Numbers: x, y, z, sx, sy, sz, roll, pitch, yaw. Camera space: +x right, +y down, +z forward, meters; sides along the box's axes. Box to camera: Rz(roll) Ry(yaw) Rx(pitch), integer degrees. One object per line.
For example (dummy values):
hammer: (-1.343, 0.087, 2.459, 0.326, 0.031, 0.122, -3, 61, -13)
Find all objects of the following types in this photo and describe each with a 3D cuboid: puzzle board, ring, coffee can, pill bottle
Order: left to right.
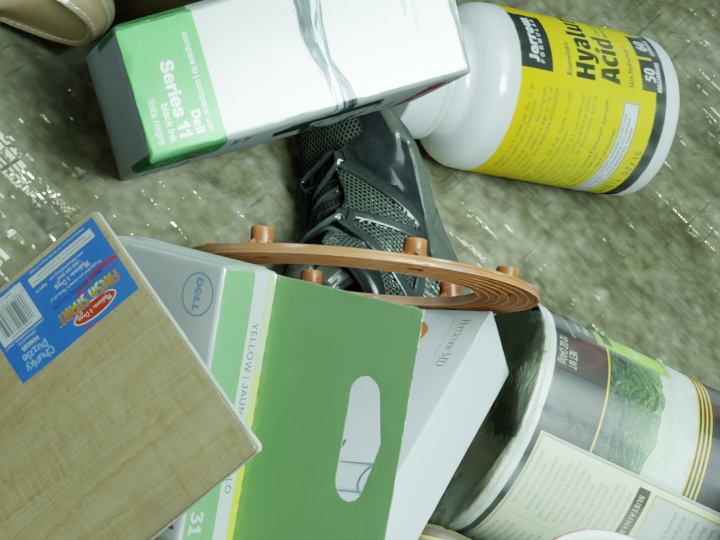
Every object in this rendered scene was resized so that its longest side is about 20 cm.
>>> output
puzzle board: (-0.164, 0.090, 1.263, 0.151, 0.200, 0.017, 54, 14, 14)
ring: (0.000, 0.000, 1.364, 0.199, 0.200, 0.019, 10, 81, -28)
pill bottle: (0.103, -0.117, 1.649, 0.199, 0.111, 0.112, 7, 53, -29)
coffee can: (0.155, 0.123, 1.474, 0.199, 0.146, 0.147, 25, 46, -16)

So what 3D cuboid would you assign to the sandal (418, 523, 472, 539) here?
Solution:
sandal: (0.092, 0.210, 1.420, 0.199, 0.080, 0.054, 30, 61, -9)

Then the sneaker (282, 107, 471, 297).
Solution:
sneaker: (-0.013, -0.035, 1.531, 0.114, 0.076, 0.201, -3, 64, -43)

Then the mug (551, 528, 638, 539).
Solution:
mug: (0.075, 0.226, 1.303, 0.178, 0.200, 0.133, 48, 45, 8)

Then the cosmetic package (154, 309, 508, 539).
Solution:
cosmetic package: (-0.023, 0.097, 1.377, 0.150, 0.052, 0.200, 3, 37, 26)

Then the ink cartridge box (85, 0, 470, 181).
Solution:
ink cartridge box: (-0.050, -0.122, 1.463, 0.199, 0.147, 0.084, -17, 91, -12)

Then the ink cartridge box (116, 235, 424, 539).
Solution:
ink cartridge box: (-0.066, 0.070, 1.260, 0.048, 0.199, 0.147, 6, 95, -46)

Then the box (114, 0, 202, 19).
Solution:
box: (-0.184, -0.210, 1.503, 0.199, 0.163, 0.021, 32, 81, -10)

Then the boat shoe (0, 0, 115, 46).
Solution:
boat shoe: (-0.245, -0.178, 1.493, 0.199, 0.071, 0.065, 24, 56, -11)
